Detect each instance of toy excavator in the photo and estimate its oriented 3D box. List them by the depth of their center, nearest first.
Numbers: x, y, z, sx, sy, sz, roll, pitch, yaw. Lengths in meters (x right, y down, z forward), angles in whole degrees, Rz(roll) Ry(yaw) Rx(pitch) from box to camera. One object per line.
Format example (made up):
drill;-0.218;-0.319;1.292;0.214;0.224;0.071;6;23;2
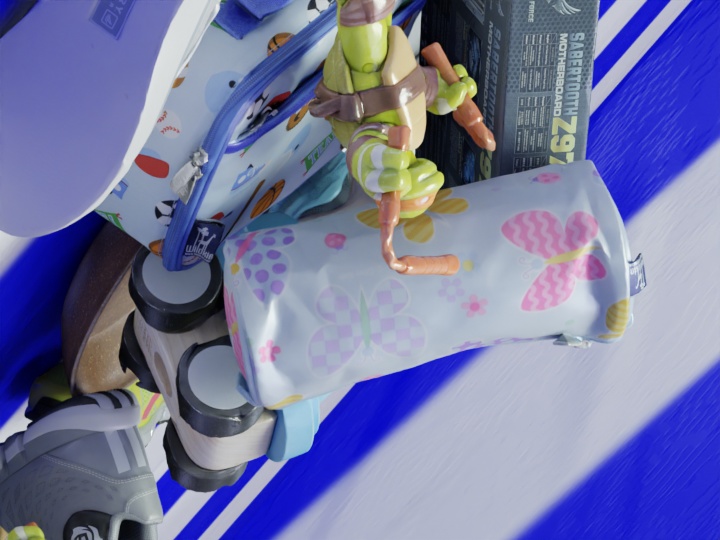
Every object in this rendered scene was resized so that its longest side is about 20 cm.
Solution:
toy excavator;-0.034;0.001;1.077;0.200;0.195;0.100;-17;155;-20

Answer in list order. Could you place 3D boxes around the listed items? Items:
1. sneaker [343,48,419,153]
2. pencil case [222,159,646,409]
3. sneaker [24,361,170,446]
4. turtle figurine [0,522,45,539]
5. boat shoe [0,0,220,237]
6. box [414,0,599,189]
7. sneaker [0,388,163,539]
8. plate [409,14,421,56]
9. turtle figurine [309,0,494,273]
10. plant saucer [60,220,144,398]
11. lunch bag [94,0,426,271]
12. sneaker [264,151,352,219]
sneaker;0.026;-0.090;1.320;0.200;0.080;0.076;-44;-159;7
pencil case;0.032;0.007;0.957;0.083;0.200;0.091;-106;-174;-58
sneaker;-0.141;0.053;1.241;0.200;0.078;0.091;-23;131;-66
turtle figurine;-0.195;0.157;1.042;0.064;0.161;0.200;-22;159;-15
boat shoe;-0.087;-0.099;0.748;0.069;0.072;0.200;-37;158;-59
box;0.074;-0.110;1.039;0.158;0.051;0.200;-116;-156;-60
sneaker;-0.184;0.155;1.130;0.200;0.116;0.075;-33;164;38
plate;0.003;-0.138;1.207;0.200;0.032;0.200;-47;174;-17
turtle figurine;0.010;-0.092;0.886;0.064;0.162;0.200;-6;-160;17
plant saucer;-0.108;-0.013;1.127;0.200;0.037;0.200;-49;168;-14
lunch bag;-0.045;-0.095;0.976;0.200;0.076;0.160;-44;170;-40
sneaker;0.000;0.000;1.225;0.079;0.096;0.200;-46;161;-4
